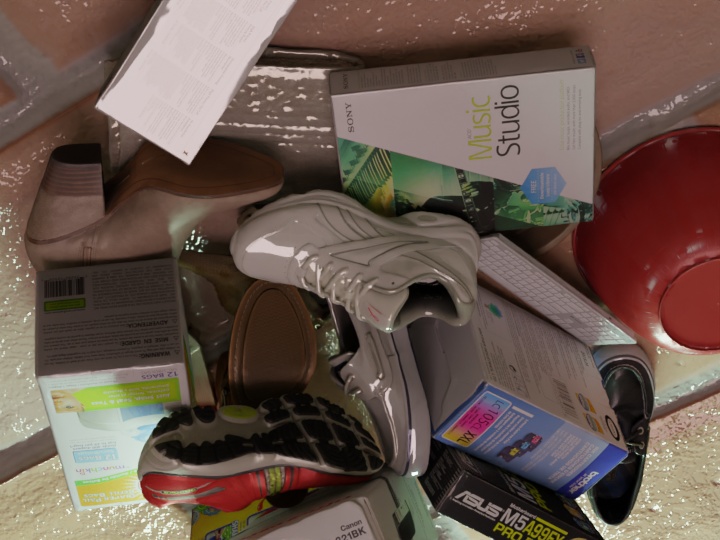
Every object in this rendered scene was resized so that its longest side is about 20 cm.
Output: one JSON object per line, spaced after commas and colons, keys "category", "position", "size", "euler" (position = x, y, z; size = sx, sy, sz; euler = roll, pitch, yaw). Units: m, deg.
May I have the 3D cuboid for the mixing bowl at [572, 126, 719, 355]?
{"category": "mixing bowl", "position": [0.282, -0.004, 1.092], "size": [0.199, 0.109, 0.201], "euler": [-2, 128, -2]}

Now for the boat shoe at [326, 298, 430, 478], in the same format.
{"category": "boat shoe", "position": [0.006, 0.074, 1.082], "size": [0.065, 0.072, 0.202], "euler": [-11, 92, -20]}

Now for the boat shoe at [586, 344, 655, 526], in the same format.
{"category": "boat shoe", "position": [0.239, 0.159, 1.239], "size": [0.069, 0.066, 0.201], "euler": [0, 127, -3]}

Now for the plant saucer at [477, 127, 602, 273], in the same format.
{"category": "plant saucer", "position": [0.095, -0.084, 1.072], "size": [0.198, 0.030, 0.201], "euler": [-1, 127, -1]}

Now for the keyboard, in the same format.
{"category": "keyboard", "position": [0.156, 0.020, 1.124], "size": [0.056, 0.011, 0.200], "euler": [-13, 143, 45]}

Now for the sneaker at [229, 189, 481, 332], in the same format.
{"category": "sneaker", "position": [0.000, 0.000, 1.007], "size": [0.198, 0.100, 0.078], "euler": [4, 135, -7]}

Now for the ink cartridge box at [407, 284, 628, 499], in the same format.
{"category": "ink cartridge box", "position": [0.145, 0.107, 1.142], "size": [0.199, 0.137, 0.076], "euler": [25, 123, -29]}

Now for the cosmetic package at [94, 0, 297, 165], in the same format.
{"category": "cosmetic package", "position": [-0.103, -0.182, 0.948], "size": [0.082, 0.051, 0.200], "euler": [32, 107, -16]}

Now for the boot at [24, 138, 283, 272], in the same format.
{"category": "boot", "position": [-0.163, -0.029, 1.040], "size": [0.198, 0.070, 0.147], "euler": [5, 129, -2]}

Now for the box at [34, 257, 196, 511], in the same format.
{"category": "box", "position": [-0.189, 0.095, 1.058], "size": [0.112, 0.102, 0.201], "euler": [-5, 142, -7]}

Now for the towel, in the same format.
{"category": "towel", "position": [-0.100, -0.112, 1.041], "size": [0.198, 0.035, 0.133], "euler": [2, 129, -5]}

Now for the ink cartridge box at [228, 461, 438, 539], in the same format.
{"category": "ink cartridge box", "position": [-0.027, 0.228, 1.083], "size": [0.144, 0.200, 0.084], "euler": [-24, 86, 11]}

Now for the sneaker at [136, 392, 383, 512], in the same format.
{"category": "sneaker", "position": [-0.080, 0.149, 1.036], "size": [0.199, 0.077, 0.085], "euler": [4, 131, -26]}

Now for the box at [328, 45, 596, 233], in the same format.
{"category": "box", "position": [0.080, -0.093, 1.024], "size": [0.198, 0.036, 0.145], "euler": [-5, 129, 3]}

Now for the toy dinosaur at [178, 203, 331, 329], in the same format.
{"category": "toy dinosaur", "position": [-0.094, 0.000, 1.110], "size": [0.199, 0.058, 0.101], "euler": [22, 125, -18]}

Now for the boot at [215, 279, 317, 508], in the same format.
{"category": "boot", "position": [-0.092, 0.088, 1.129], "size": [0.073, 0.155, 0.202], "euler": [-4, 105, -17]}

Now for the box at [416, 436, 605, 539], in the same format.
{"category": "box", "position": [0.110, 0.175, 1.162], "size": [0.160, 0.200, 0.044], "euler": [31, 100, -22]}

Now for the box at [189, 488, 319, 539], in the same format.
{"category": "box", "position": [-0.037, 0.302, 1.304], "size": [0.192, 0.122, 0.200], "euler": [-24, 125, 14]}

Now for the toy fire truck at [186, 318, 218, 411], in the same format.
{"category": "toy fire truck", "position": [-0.192, 0.071, 1.165], "size": [0.140, 0.049, 0.201], "euler": [3, 125, -7]}
